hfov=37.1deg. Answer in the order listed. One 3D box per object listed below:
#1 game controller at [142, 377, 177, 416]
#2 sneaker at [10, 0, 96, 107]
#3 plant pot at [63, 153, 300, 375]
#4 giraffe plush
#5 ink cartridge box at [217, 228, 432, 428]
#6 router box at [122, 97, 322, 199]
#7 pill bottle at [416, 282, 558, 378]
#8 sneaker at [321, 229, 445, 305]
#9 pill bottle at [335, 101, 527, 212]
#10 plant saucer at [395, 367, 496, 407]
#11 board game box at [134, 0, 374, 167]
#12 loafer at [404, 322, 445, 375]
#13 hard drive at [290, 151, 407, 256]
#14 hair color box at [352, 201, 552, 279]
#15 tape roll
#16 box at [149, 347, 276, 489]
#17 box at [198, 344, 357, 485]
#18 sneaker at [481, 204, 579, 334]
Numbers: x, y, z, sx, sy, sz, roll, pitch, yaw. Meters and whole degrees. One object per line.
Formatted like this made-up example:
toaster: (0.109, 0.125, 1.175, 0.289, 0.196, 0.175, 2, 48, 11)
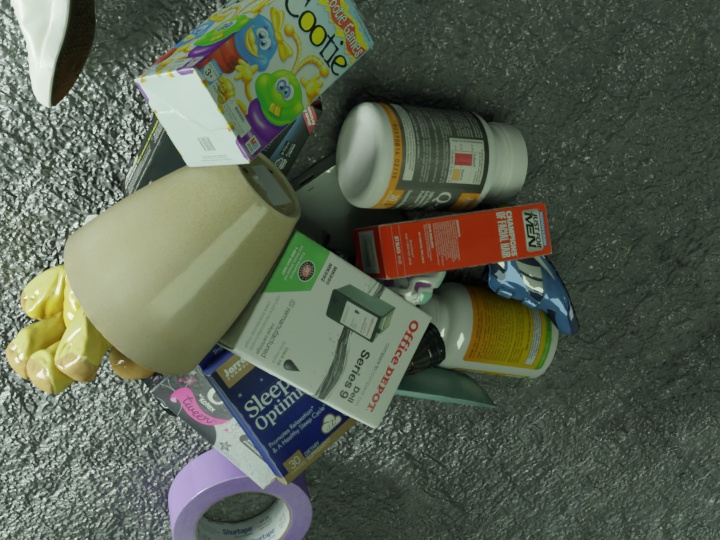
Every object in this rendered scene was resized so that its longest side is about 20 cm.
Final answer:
game controller: (-0.179, 0.114, 1.372, 0.199, 0.042, 0.105, -25, 115, 2)
sneaker: (-0.305, -0.255, 1.038, 0.084, 0.073, 0.201, 26, 129, 6)
plant pot: (-0.161, -0.029, 1.085, 0.200, 0.188, 0.187, -39, 128, 19)
giraffe plush: (-0.283, 0.060, 1.240, 0.162, 0.172, 0.201, 32, 78, -45)
ink cartridge box: (-0.040, 0.062, 1.183, 0.199, 0.084, 0.147, 31, 81, -26)
router box: (-0.152, -0.135, 1.167, 0.149, 0.062, 0.201, 17, 119, -27)
pill bottle: (0.146, 0.075, 1.390, 0.198, 0.111, 0.112, 9, 123, -23)
sneaker: (0.000, 0.000, 1.278, 0.199, 0.078, 0.140, -34, 120, -5)
pill bottle: (0.081, -0.125, 1.209, 0.198, 0.117, 0.117, 1, 127, -28)
plant saucer: (0.082, 0.147, 1.412, 0.199, 0.201, 0.039, 12, 81, -25)
board game box: (-0.098, -0.201, 1.031, 0.200, 0.104, 0.103, -48, 122, -31)
loafer: (0.015, 0.095, 1.325, 0.072, 0.199, 0.073, -26, 101, -35)
hard drive: (-0.014, -0.046, 1.303, 0.131, 0.026, 0.200, -33, 128, 8)
hair color box: (0.102, -0.032, 1.220, 0.198, 0.111, 0.065, -10, 92, -15)
tape roll: (-0.170, 0.337, 1.523, 0.198, 0.066, 0.201, -9, 129, -11)
box: (-0.142, 0.144, 1.305, 0.132, 0.115, 0.200, -40, 113, 9)
box: (-0.096, 0.131, 1.226, 0.121, 0.032, 0.201, -40, 110, -19)
sneaker: (0.202, 0.007, 1.351, 0.082, 0.074, 0.201, -36, 99, 9)
